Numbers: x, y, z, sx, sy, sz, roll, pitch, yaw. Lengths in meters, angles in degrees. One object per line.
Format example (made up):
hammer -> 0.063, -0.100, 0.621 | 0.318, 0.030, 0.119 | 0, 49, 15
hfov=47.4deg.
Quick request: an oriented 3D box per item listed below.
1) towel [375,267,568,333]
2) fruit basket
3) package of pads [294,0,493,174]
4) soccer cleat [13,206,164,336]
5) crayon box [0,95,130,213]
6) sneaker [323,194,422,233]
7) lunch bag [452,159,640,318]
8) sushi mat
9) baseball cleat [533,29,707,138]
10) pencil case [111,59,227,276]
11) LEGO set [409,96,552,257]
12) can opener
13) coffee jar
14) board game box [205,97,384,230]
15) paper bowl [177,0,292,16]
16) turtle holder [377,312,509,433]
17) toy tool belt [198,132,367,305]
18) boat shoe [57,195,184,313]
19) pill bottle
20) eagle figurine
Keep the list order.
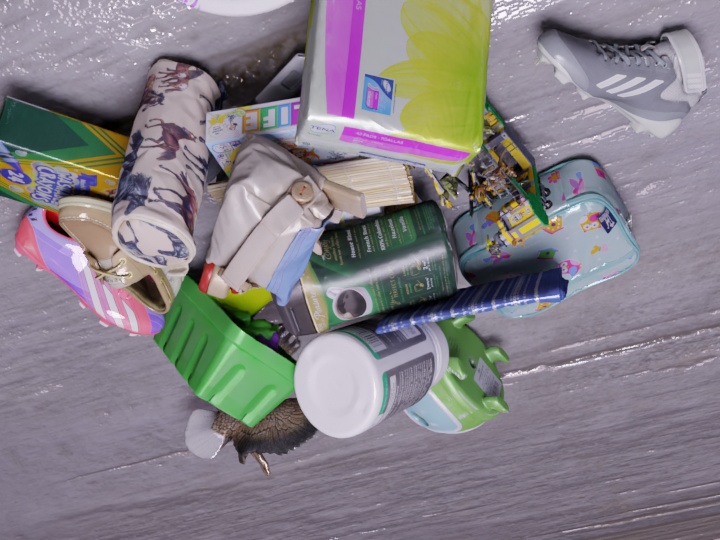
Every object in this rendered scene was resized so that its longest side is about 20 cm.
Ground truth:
towel -> 0.125, 0.035, 0.881 | 0.196, 0.145, 0.024 | -13, 94, 16
fruit basket -> -0.138, 0.045, 0.966 | 0.213, 0.219, 0.155 | -29, 133, 26
package of pads -> 0.033, -0.191, 0.676 | 0.151, 0.205, 0.068 | 8, 165, -14
soccer cleat -> -0.301, -0.001, 0.940 | 0.199, 0.067, 0.077 | 38, 111, -13
crayon box -> -0.272, -0.096, 0.844 | 0.196, 0.053, 0.125 | 16, 155, -20
sneaker -> 0.000, -0.016, 0.959 | 0.197, 0.077, 0.087 | -28, 133, 26
lunch bag -> 0.221, -0.029, 0.955 | 0.197, 0.078, 0.160 | -26, 133, 25
sushi mat -> -0.045, -0.076, 0.809 | 0.195, 0.012, 0.096 | -8, 155, 11
baseball cleat -> 0.257, -0.202, 0.787 | 0.197, 0.071, 0.107 | 18, 128, -35
pencil case -> -0.175, -0.098, 0.765 | 0.077, 0.204, 0.089 | -18, 142, 31
LEGO set -> 0.091, -0.100, 0.819 | 0.115, 0.156, 0.199 | -32, 128, 28
can opener -> -0.098, -0.142, 0.828 | 0.052, 0.068, 0.199 | 28, 134, -32
coffee jar -> 0.000, 0.000, 0.868 | 0.195, 0.087, 0.105 | -15, 140, 0
board game box -> -0.057, -0.098, 0.819 | 0.131, 0.035, 0.201 | -8, 155, 10
paper bowl -> -0.090, -0.301, 0.595 | 0.196, 0.105, 0.204 | 6, 124, 9
turtle holder -> 0.102, 0.137, 1.083 | 0.184, 0.143, 0.131 | 28, 131, -36
toy tool belt -> -0.075, -0.024, 0.754 | 0.120, 0.127, 0.201 | 18, 142, -9
boat shoe -> -0.251, -0.012, 0.876 | 0.072, 0.068, 0.200 | -2, 156, 23
pill bottle -> 0.021, 0.112, 0.946 | 0.112, 0.115, 0.199 | -33, 168, 30
eagle figurine -> -0.142, 0.184, 1.140 | 0.149, 0.153, 0.200 | 26, 143, -15
